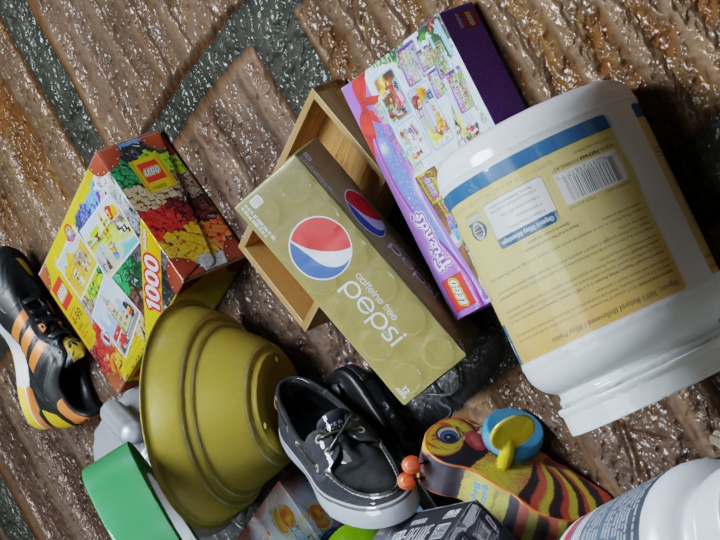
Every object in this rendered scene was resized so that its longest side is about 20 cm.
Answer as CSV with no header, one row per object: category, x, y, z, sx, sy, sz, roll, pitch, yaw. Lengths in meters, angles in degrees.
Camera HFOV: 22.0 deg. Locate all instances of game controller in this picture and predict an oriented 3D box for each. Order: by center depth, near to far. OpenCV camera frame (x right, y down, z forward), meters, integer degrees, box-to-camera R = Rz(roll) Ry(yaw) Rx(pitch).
game controller,0.027,0.174,1.544,0.200,0.042,0.104,57,142,14

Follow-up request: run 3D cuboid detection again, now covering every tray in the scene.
tray,-0.030,-0.051,1.501,0.099,0.037,0.200,51,139,20

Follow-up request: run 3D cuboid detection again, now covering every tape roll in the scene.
tape roll,-0.159,0.238,1.533,0.201,0.048,0.200,57,176,7

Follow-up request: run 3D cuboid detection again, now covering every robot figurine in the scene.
robot figurine,-0.174,0.178,1.712,0.170,0.113,0.200,39,175,-37

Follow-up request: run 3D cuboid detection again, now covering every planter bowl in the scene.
planter bowl,-0.103,0.119,1.587,0.083,0.200,0.201,-8,104,24

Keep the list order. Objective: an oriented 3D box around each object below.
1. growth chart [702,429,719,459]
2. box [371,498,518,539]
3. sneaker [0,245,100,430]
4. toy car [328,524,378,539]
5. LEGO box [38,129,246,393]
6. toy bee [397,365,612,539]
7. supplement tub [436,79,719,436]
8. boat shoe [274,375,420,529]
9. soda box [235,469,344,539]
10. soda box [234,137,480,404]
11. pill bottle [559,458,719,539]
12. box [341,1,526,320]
growth chart,0.289,0.080,1.198,0.145,0.018,0.201,29,129,38
box,0.109,0.263,1.402,0.200,0.050,0.158,43,156,-8
sneaker,-0.319,0.066,1.897,0.090,0.070,0.201,-7,104,36
toy car,0.011,0.337,1.574,0.164,0.158,0.200,59,177,33
LEGO box,-0.204,-0.006,1.699,0.149,0.077,0.200,53,141,16
toy bee,0.086,0.156,1.409,0.200,0.109,0.131,19,124,44
supplement tub,0.151,-0.007,1.210,0.145,0.144,0.200,-32,81,52
boat shoe,-0.017,0.137,1.476,0.200,0.070,0.066,43,153,60
soda box,-0.067,0.250,1.679,0.068,0.063,0.200,54,142,16
soda box,0.000,0.000,1.408,0.068,0.064,0.200,-40,94,21
pill bottle,0.222,0.193,1.237,0.120,0.119,0.200,60,149,9
box,0.076,-0.077,1.355,0.137,0.039,0.200,-30,84,52
